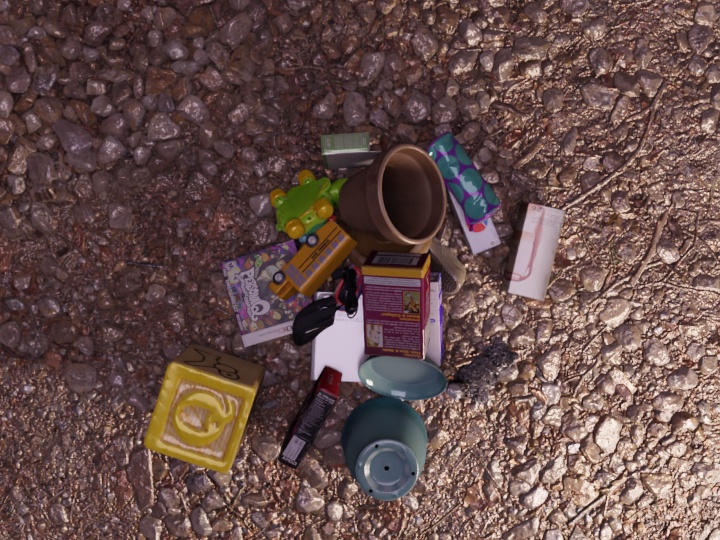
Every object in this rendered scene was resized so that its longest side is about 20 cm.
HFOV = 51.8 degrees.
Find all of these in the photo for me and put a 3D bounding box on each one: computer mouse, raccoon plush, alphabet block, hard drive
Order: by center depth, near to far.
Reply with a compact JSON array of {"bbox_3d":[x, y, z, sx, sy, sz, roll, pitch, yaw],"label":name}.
[{"bbox_3d":[-0.086,0.068,1.582,0.199,0.141,0.046,-31,133,34],"label":"computer mouse"},{"bbox_3d":[-0.329,0.291,1.607,0.194,0.200,0.198,17,95,-1],"label":"alphabet block"},{"bbox_3d":[0.274,0.222,1.613,0.097,0.200,0.134,42,108,7],"label":"raccoon plush"},{"bbox_3d":[-0.043,0.149,1.682,0.131,0.026,0.202,2,95,0],"label":"hard drive"}]

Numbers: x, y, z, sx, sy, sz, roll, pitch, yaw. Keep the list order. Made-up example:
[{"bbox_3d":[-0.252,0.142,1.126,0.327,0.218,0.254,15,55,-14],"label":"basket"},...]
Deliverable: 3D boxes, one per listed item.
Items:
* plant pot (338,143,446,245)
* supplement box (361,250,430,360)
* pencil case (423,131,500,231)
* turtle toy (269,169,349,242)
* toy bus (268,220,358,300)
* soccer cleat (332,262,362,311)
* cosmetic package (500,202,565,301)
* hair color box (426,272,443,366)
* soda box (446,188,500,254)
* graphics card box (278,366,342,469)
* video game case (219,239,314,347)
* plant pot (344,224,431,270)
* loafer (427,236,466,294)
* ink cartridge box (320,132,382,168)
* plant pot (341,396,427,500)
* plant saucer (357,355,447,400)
[{"bbox_3d":[0.048,-0.146,1.522,0.199,0.174,0.202,4,85,-44],"label":"plant pot"},{"bbox_3d":[0.077,0.070,1.533,0.130,0.103,0.202,4,112,13],"label":"supplement box"},{"bbox_3d":[0.208,-0.189,1.562,0.092,0.085,0.200,-39,93,-13],"label":"pencil case"},{"bbox_3d":[-0.097,-0.139,1.612,0.199,0.101,0.146,-33,50,3],"label":"turtle toy"},{"bbox_3d":[-0.102,-0.013,1.586,0.078,0.065,0.200,43,94,20],"label":"toy bus"},{"bbox_3d":[0.000,0.000,1.632,0.066,0.076,0.201,30,82,2],"label":"soccer cleat"},{"bbox_3d":[0.376,-0.043,1.630,0.086,0.103,0.202,12,93,1],"label":"cosmetic package"},{"bbox_3d":[0.124,0.106,1.627,0.108,0.065,0.202,1,113,13],"label":"hair color box"},{"bbox_3d":[0.239,-0.139,1.640,0.068,0.064,0.201,-22,94,2],"label":"soda box"},{"bbox_3d":[-0.109,0.322,1.633,0.051,0.126,0.201,27,105,-5],"label":"graphics card box"},{"bbox_3d":[-0.201,0.051,1.657,0.180,0.036,0.202,-16,91,6],"label":"video game case"},{"bbox_3d":[0.057,-0.084,1.610,0.198,0.028,0.202,-5,64,11],"label":"plant pot"},{"bbox_3d":[0.159,-0.036,1.647,0.200,0.068,0.076,52,132,9],"label":"loafer"},{"bbox_3d":[0.017,-0.255,1.587,0.198,0.146,0.048,-4,86,0],"label":"ink cartridge box"},{"bbox_3d":[0.056,0.400,1.620,0.198,0.188,0.202,0,97,-1],"label":"plant pot"},{"bbox_3d":[0.094,0.224,1.633,0.198,0.201,0.036,11,54,-1],"label":"plant saucer"}]
